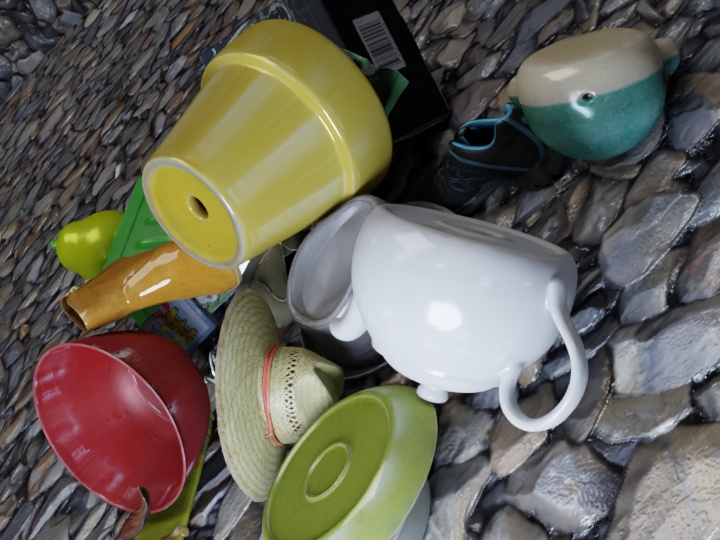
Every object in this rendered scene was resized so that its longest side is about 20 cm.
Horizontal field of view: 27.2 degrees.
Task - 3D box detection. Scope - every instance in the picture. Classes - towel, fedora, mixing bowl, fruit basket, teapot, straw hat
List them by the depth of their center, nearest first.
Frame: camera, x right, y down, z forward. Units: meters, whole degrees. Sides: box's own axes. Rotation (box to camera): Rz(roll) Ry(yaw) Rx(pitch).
[{"bbox_3d":[0.078,0.037,1.205,0.200,0.195,0.147,-91,14,-82],"label":"teapot"},{"bbox_3d":[-0.058,0.113,1.354,0.084,0.202,0.202,-3,44,16],"label":"straw hat"},{"bbox_3d":[0.000,0.000,1.411,0.176,0.090,0.201,29,83,48],"label":"fedora"},{"bbox_3d":[-0.230,0.139,1.543,0.199,0.201,0.108,-26,9,42],"label":"mixing bowl"},{"bbox_3d":[-0.201,0.239,1.557,0.086,0.018,0.201,-35,29,33],"label":"towel"},{"bbox_3d":[-0.278,-0.017,1.874,0.214,0.156,0.217,-24,35,18],"label":"fruit basket"}]

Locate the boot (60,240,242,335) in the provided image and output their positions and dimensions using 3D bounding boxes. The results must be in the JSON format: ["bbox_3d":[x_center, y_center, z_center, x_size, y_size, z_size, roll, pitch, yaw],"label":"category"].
[{"bbox_3d":[-0.217,0.021,1.513,0.143,0.071,0.201,-32,17,-27],"label":"boot"}]

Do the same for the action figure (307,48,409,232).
[{"bbox_3d":[-0.023,-0.124,1.560,0.118,0.054,0.202,31,121,33],"label":"action figure"}]

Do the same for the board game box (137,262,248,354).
[{"bbox_3d":[-0.168,0.026,1.667,0.200,0.062,0.200,-42,6,17],"label":"board game box"}]

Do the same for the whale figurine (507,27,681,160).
[{"bbox_3d":[0.213,-0.161,1.336,0.158,0.105,0.200,-13,14,15],"label":"whale figurine"}]

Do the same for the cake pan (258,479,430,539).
[{"bbox_3d":[-0.015,0.222,1.239,0.200,0.037,0.201,-39,26,24],"label":"cake pan"}]

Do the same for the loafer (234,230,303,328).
[{"bbox_3d":[-0.079,-0.004,1.564,0.069,0.076,0.201,-6,40,14],"label":"loafer"}]

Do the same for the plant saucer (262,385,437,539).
[{"bbox_3d":[-0.018,0.173,1.232,0.200,0.031,0.201,-40,27,25],"label":"plant saucer"}]

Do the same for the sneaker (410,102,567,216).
[{"bbox_3d":[0.110,-0.110,1.436,0.199,0.082,0.074,-23,38,48],"label":"sneaker"}]

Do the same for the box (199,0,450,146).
[{"bbox_3d":[-0.040,-0.207,1.656,0.196,0.201,0.124,-26,3,43],"label":"box"}]

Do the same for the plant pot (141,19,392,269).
[{"bbox_3d":[-0.100,-0.108,1.428,0.189,0.202,0.200,-45,18,-33],"label":"plant pot"}]

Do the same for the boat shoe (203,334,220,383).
[{"bbox_3d":[-0.124,0.099,1.552,0.062,0.075,0.200,-45,24,7],"label":"boat shoe"}]

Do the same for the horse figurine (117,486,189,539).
[{"bbox_3d":[-0.226,0.316,1.437,0.132,0.050,0.202,-29,45,39],"label":"horse figurine"}]

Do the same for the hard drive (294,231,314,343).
[{"bbox_3d":[-0.023,0.000,1.567,0.140,0.033,0.200,-50,24,2],"label":"hard drive"}]
